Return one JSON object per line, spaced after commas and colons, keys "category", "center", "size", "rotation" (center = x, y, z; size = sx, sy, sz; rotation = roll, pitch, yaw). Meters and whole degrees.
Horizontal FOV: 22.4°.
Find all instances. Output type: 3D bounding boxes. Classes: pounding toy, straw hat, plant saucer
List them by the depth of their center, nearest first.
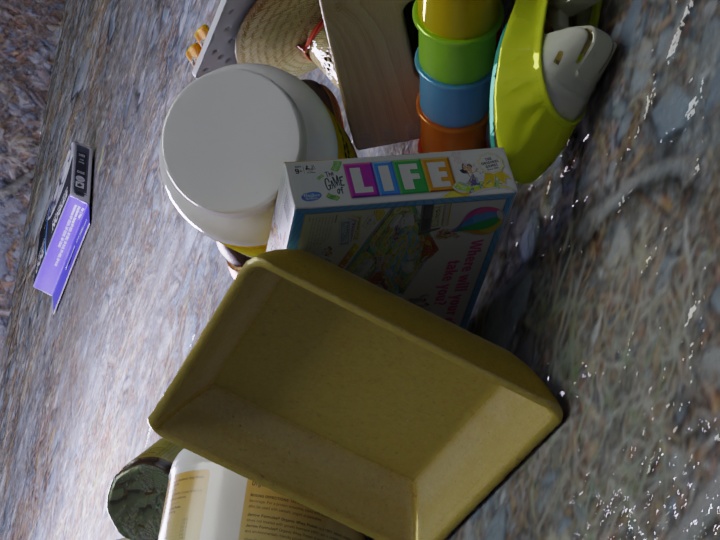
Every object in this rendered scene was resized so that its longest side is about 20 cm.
{"category": "plant saucer", "center": [-0.004, 0.072, 1.077], "size": [0.200, 0.198, 0.049], "rotation": [-54, 13, 48]}
{"category": "pounding toy", "center": [0.042, -0.208, 1.209], "size": [0.185, 0.141, 0.201], "rotation": [-96, -6, -49]}
{"category": "straw hat", "center": [0.002, -0.181, 1.418], "size": [0.085, 0.200, 0.201], "rotation": [55, 141, 16]}

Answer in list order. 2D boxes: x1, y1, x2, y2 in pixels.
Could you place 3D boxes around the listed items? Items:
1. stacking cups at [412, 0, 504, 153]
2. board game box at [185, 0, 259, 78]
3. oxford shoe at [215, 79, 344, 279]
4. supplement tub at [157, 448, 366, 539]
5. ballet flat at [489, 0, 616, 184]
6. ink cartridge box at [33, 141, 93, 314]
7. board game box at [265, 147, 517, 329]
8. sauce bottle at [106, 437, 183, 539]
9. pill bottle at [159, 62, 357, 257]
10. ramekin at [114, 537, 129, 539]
{"category": "stacking cups", "center": [0.064, -0.118, 1.149], "size": [0.201, 0.060, 0.061], "rotation": [85, -177, -49]}
{"category": "board game box", "center": [-0.029, -0.242, 1.388], "size": [0.026, 0.199, 0.200], "rotation": [54, 146, 17]}
{"category": "oxford shoe", "center": [-0.060, -0.083, 1.330], "size": [0.070, 0.073, 0.201], "rotation": [-11, 41, 23]}
{"category": "supplement tub", "center": [-0.069, 0.197, 1.244], "size": [0.144, 0.143, 0.202], "rotation": [142, 140, -63]}
{"category": "ballet flat", "center": [0.123, -0.151, 1.082], "size": [0.067, 0.067, 0.202], "rotation": [-5, 67, 41]}
{"category": "ink cartridge box", "center": [-0.475, -0.068, 2.902], "size": [0.201, 0.043, 0.199], "rotation": [-99, 30, -50]}
{"category": "board game box", "center": [0.007, 0.005, 1.107], "size": [0.201, 0.133, 0.035], "rotation": [106, 154, -53]}
{"category": "sauce bottle", "center": [-0.139, 0.158, 1.394], "size": [0.200, 0.064, 0.065], "rotation": [-27, -45, -79]}
{"category": "pill bottle", "center": [-0.064, -0.067, 1.149], "size": [0.200, 0.111, 0.114], "rotation": [31, -107, -82]}
{"category": "ramekin", "center": [-0.151, 0.292, 1.371], "size": [0.199, 0.104, 0.203], "rotation": [-11, 75, 48]}
